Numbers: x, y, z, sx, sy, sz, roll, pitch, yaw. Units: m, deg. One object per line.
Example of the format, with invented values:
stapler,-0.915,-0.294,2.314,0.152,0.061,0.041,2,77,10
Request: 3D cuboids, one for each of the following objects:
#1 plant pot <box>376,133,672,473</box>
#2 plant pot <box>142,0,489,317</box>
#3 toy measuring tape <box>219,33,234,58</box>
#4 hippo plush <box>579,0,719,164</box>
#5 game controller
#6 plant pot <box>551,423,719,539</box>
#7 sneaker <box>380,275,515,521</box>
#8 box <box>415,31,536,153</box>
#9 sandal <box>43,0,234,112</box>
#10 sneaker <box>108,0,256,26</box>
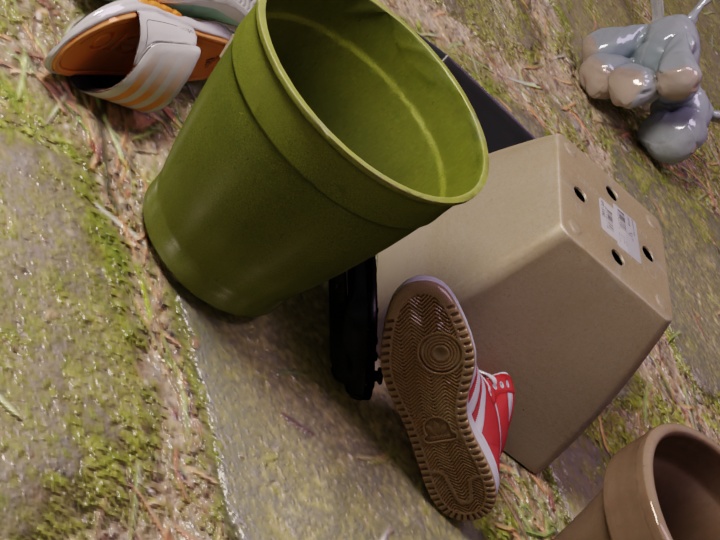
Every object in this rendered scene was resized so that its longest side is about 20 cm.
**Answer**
plant pot,0.145,0.008,1.320,0.200,0.177,0.200,37,33,-23
plant pot,-0.049,-0.072,1.111,0.200,0.193,0.201,32,35,-26
toy measuring tape,-0.066,-0.156,1.272,0.074,0.074,0.200,52,5,-1
hippo plush,0.358,-0.221,1.938,0.200,0.159,0.161,-66,146,-41
game controller,0.000,0.000,1.213,0.042,0.104,0.200,7,44,-10
plant pot,0.208,0.238,1.163,0.200,0.175,0.200,34,34,-28
sneaker,0.068,0.076,1.197,0.113,0.071,0.200,-66,147,-59
box,0.108,-0.117,1.455,0.200,0.079,0.141,41,3,-19
sandal,-0.145,-0.153,1.188,0.207,0.079,0.059,-6,60,-58
sneaker,-0.134,-0.236,1.251,0.200,0.118,0.074,2,101,-49
